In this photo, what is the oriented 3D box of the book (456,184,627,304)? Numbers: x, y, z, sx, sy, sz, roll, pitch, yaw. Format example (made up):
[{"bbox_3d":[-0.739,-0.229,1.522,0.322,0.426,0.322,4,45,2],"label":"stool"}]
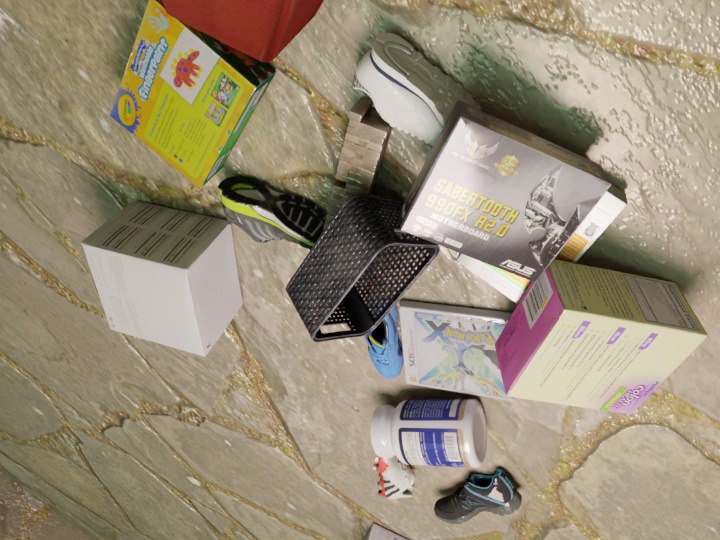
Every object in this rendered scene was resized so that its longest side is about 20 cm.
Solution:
[{"bbox_3d":[0.234,-0.054,0.720,0.132,0.048,0.201,31,130,1],"label":"book"}]

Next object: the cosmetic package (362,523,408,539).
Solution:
[{"bbox_3d":[0.078,0.775,1.306,0.197,0.201,0.124,23,131,3],"label":"cosmetic package"}]

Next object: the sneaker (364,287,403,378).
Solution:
[{"bbox_3d":[0.034,0.126,0.918,0.064,0.079,0.203,5,128,16],"label":"sneaker"}]

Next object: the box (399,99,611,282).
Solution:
[{"bbox_3d":[0.167,-0.087,0.642,0.196,0.049,0.160,20,128,-12],"label":"box"}]

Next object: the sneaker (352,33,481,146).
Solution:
[{"bbox_3d":[0.079,-0.199,0.667,0.199,0.077,0.080,42,143,-7],"label":"sneaker"}]

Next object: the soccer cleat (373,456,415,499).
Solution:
[{"bbox_3d":[0.074,0.423,1.136,0.083,0.069,0.203,2,129,10],"label":"soccer cleat"}]

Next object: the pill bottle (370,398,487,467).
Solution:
[{"bbox_3d":[0.124,0.297,0.983,0.196,0.116,0.117,-7,123,27],"label":"pill bottle"}]

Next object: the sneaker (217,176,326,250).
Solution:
[{"bbox_3d":[-0.133,-0.077,0.846,0.197,0.074,0.082,27,141,9],"label":"sneaker"}]

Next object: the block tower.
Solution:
[{"bbox_3d":[-0.004,-0.133,0.753,0.057,0.054,0.202,20,131,6],"label":"block tower"}]

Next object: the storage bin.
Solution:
[{"bbox_3d":[0.000,0.000,0.764,0.201,0.134,0.094,-53,57,30],"label":"storage bin"}]

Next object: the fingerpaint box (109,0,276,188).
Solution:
[{"bbox_3d":[-0.238,-0.248,0.749,0.166,0.074,0.200,38,130,-9],"label":"fingerpaint box"}]

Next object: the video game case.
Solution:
[{"bbox_3d":[0.167,0.138,0.907,0.196,0.022,0.185,5,127,18],"label":"video game case"}]

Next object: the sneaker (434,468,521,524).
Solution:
[{"bbox_3d":[0.230,0.461,1.105,0.198,0.073,0.083,-29,95,30],"label":"sneaker"}]

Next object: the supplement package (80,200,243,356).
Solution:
[{"bbox_3d":[-0.334,0.011,0.935,0.196,0.148,0.194,13,129,13],"label":"supplement package"}]

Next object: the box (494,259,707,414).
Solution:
[{"bbox_3d":[0.313,0.094,0.729,0.195,0.098,0.178,10,131,-7],"label":"box"}]

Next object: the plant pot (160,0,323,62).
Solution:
[{"bbox_3d":[-0.114,-0.348,0.554,0.197,0.202,0.177,26,142,2],"label":"plant pot"}]
